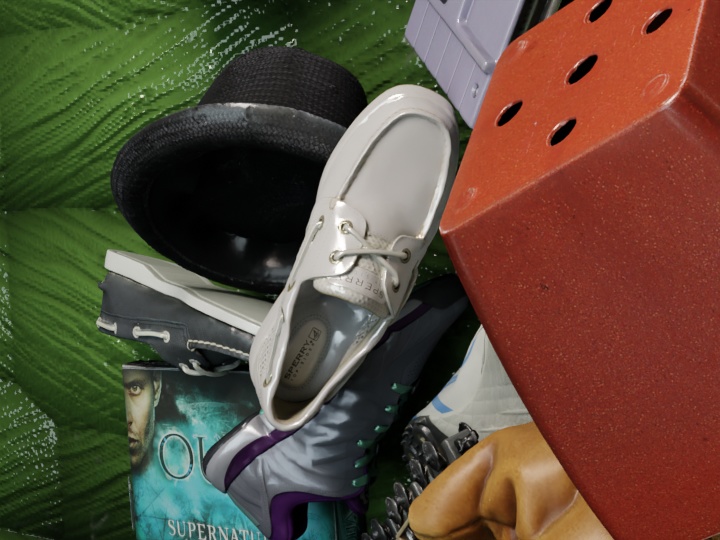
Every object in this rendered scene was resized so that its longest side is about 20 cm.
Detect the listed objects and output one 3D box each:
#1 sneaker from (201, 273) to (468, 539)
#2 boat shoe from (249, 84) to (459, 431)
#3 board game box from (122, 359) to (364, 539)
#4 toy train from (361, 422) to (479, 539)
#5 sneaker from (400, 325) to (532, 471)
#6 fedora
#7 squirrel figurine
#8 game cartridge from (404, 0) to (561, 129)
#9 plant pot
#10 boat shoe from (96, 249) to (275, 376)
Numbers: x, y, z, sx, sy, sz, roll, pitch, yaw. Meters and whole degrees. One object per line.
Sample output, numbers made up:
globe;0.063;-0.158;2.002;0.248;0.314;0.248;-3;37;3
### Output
sneaker;0.002;0.087;1.087;0.200;0.074;0.088;-40;85;22
boat shoe;0.000;0.000;0.987;0.069;0.070;0.201;-97;29;-67
board game box;-0.079;0.129;1.206;0.199;0.028;0.137;-1;95;44
toy train;0.039;0.137;1.038;0.046;0.034;0.200;60;157;17
sneaker;0.083;0.067;1.024;0.072;0.072;0.200;43;139;11
fedora;-0.050;-0.066;1.091;0.200;0.200;0.092;-18;49;44
squirrel figurine;0.149;0.143;0.888;0.200;0.141;0.187;-43;30;10
game cartridge;0.079;-0.188;0.972;0.130;0.038;0.201;56;133;53
plant pot;0.149;-0.029;0.795;0.176;0.201;0.199;42;133;-20
boat shoe;-0.102;0.037;1.184;0.199;0.075;0.061;21;99;53
